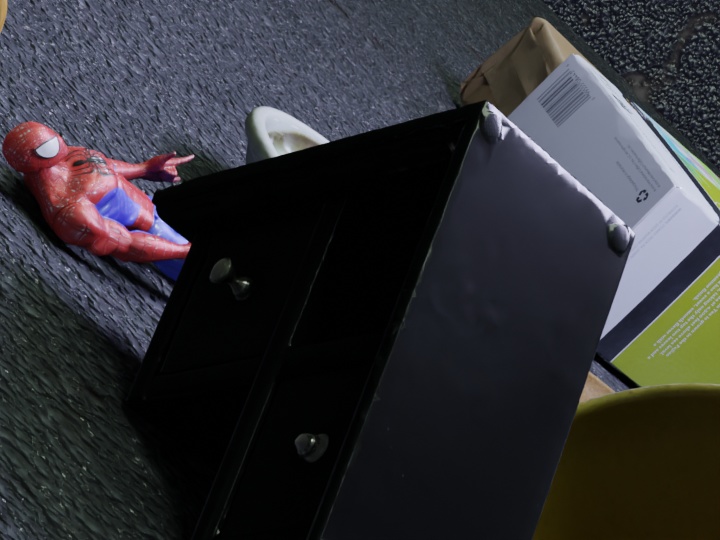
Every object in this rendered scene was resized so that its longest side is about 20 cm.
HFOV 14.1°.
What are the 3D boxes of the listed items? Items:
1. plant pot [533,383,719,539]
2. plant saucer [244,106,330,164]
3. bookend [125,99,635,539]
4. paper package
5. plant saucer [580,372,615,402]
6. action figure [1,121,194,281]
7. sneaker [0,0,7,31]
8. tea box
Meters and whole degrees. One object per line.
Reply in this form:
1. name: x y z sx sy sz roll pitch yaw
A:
1. plant pot: 0.126 0.166 1.149 0.200 0.199 0.142 -121 -171 -49
2. plant saucer: 0.000 0.000 1.547 0.200 0.050 0.200 43 12 -12
3. bookend: -0.020 0.057 1.110 0.092 0.200 0.199 39 -31 -30
4. paper package: 0.191 -0.085 2.395 0.200 0.103 0.191 42 13 -21
5. plant saucer: 0.165 0.132 1.713 0.200 0.035 0.200 43 12 -12
6. action figure: -0.091 -0.019 1.307 0.200 0.052 0.066 30 23 -47
7. sneaker: -0.240 -0.147 1.199 0.200 0.076 0.088 41 -5 -32
8. tea box: 0.205 -0.018 2.127 0.196 0.134 0.200 38 14 -36
